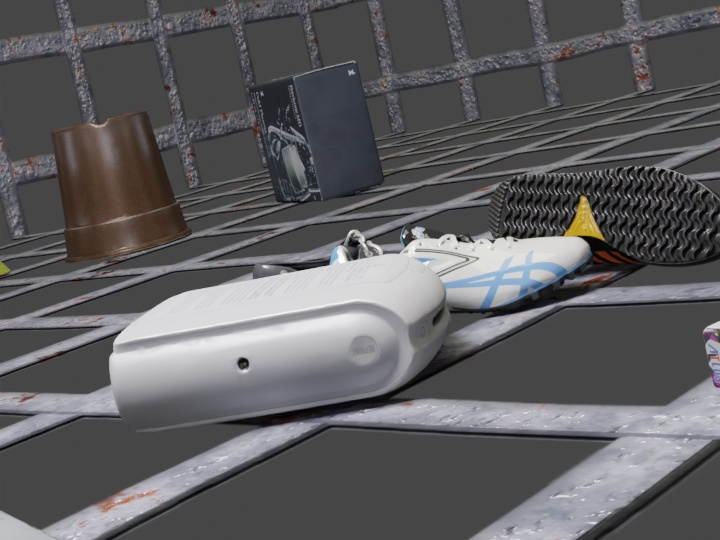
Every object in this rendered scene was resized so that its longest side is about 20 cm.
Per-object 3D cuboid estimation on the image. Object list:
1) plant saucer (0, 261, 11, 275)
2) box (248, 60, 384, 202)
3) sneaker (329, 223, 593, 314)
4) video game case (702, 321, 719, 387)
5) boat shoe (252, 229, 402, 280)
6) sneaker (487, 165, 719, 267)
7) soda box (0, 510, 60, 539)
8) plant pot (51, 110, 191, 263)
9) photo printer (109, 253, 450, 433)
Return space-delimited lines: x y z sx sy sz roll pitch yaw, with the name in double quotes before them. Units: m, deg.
"plant saucer" -0.674 0.012 2.037 0.198 0.048 0.199 -6 11 38
"box" -0.073 -0.221 2.156 0.123 0.202 0.196 -18 10 -26
"sneaker" 0.071 -0.003 0.978 0.198 0.073 0.072 -10 7 7
"video game case" 0.295 0.019 0.623 0.198 0.036 0.181 -18 10 -30
"boat shoe" 0.000 0.000 1.081 0.198 0.063 0.072 -17 10 -29
"sneaker" 0.201 -0.038 1.022 0.198 0.071 0.090 5 -6 35
"soda box" -0.125 0.127 0.438 0.068 0.064 0.199 -16 10 -33
"plant pot" -0.377 -0.131 2.026 0.198 0.201 0.200 -13 9 2
"photo printer" -0.041 0.042 0.850 0.198 0.070 0.166 -11 8 9
